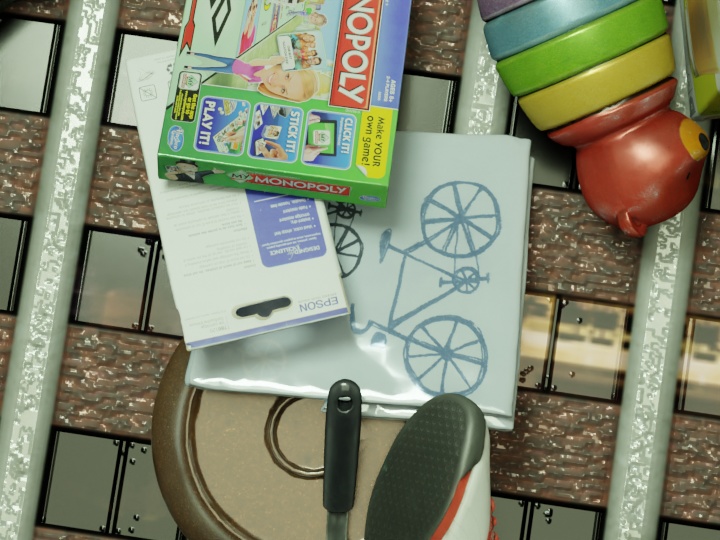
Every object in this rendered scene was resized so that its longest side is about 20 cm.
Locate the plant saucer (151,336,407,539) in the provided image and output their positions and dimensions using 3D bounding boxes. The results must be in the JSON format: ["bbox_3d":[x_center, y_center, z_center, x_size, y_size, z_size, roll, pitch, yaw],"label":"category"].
[{"bbox_3d":[-0.028,0.098,1.160,0.200,0.034,0.200,0,85,0],"label":"plant saucer"}]

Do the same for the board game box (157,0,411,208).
[{"bbox_3d":[-0.039,-0.138,1.149,0.134,0.029,0.200,7,63,0],"label":"board game box"}]

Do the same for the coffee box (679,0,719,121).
[{"bbox_3d":[0.291,-0.208,1.101,0.200,0.198,0.200,-6,84,1],"label":"coffee box"}]

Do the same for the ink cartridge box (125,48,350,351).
[{"bbox_3d":[-0.073,-0.044,1.141,0.099,0.039,0.200,-11,64,-4],"label":"ink cartridge box"}]

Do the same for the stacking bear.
[{"bbox_3d":[0.142,-0.120,1.144,0.114,0.121,0.200,-21,95,29],"label":"stacking bear"}]

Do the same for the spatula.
[{"bbox_3d":[-0.014,0.155,1.120,0.056,0.021,0.200,2,108,-1],"label":"spatula"}]

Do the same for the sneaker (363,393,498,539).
[{"bbox_3d":[0.058,0.173,1.113,0.108,0.067,0.202,13,93,-39],"label":"sneaker"}]

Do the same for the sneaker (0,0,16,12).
[{"bbox_3d":[-0.177,-0.199,1.172,0.114,0.076,0.199,40,81,11],"label":"sneaker"}]

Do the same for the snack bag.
[{"bbox_3d":[0.000,0.000,1.150,0.200,0.021,0.189,4,66,4],"label":"snack bag"}]
